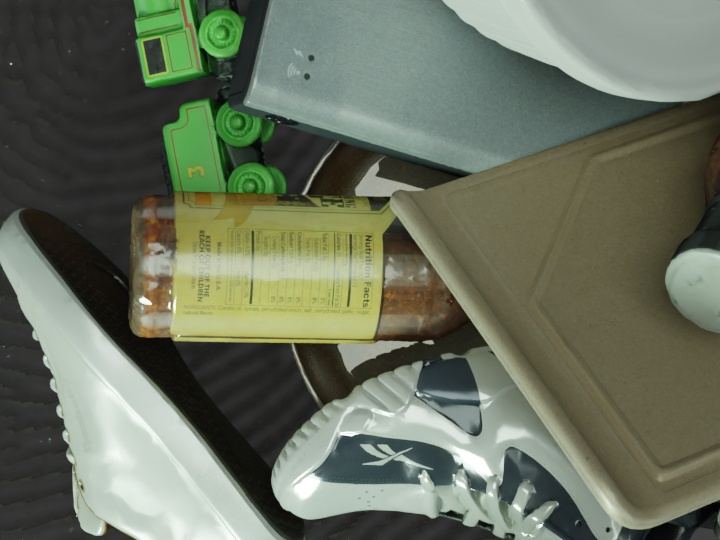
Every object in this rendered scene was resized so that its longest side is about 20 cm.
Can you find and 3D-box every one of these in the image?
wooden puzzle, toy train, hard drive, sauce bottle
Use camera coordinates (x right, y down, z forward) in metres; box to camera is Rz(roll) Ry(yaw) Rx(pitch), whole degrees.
[{"bbox_3d":[0.135,0.011,0.796,0.199,0.037,0.185,-15,50,-23],"label":"wooden puzzle"},{"bbox_3d":[-0.078,-0.114,0.905,0.056,0.042,0.201,-11,90,9],"label":"toy train"},{"bbox_3d":[0.053,-0.111,0.854,0.199,0.033,0.140,15,83,-21],"label":"hard drive"},{"bbox_3d":[0.000,0.000,0.856,0.199,0.066,0.066,2,90,-11],"label":"sauce bottle"},{"bbox_3d":[0.178,-0.049,0.793,0.066,0.066,0.200,37,50,-1],"label":"sauce bottle"}]

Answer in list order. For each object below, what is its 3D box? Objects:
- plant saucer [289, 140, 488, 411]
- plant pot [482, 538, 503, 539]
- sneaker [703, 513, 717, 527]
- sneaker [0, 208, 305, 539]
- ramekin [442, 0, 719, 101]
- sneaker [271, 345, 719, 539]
[{"bbox_3d":[0.063,0.006,0.912,0.199,0.032,0.201,0,91,-2],"label":"plant saucer"},{"bbox_3d":[0.055,0.261,0.838,0.200,0.177,0.200,-40,91,-2],"label":"plant pot"},{"bbox_3d":[0.237,0.119,0.895,0.199,0.079,0.096,2,111,3],"label":"sneaker"},{"bbox_3d":[-0.116,0.067,0.886,0.085,0.073,0.200,-39,82,16],"label":"sneaker"},{"bbox_3d":[0.101,-0.172,0.788,0.202,0.094,0.203,-6,102,-32],"label":"ramekin"},{"bbox_3d":[0.070,0.103,0.839,0.198,0.080,0.130,-14,64,-9],"label":"sneaker"}]
